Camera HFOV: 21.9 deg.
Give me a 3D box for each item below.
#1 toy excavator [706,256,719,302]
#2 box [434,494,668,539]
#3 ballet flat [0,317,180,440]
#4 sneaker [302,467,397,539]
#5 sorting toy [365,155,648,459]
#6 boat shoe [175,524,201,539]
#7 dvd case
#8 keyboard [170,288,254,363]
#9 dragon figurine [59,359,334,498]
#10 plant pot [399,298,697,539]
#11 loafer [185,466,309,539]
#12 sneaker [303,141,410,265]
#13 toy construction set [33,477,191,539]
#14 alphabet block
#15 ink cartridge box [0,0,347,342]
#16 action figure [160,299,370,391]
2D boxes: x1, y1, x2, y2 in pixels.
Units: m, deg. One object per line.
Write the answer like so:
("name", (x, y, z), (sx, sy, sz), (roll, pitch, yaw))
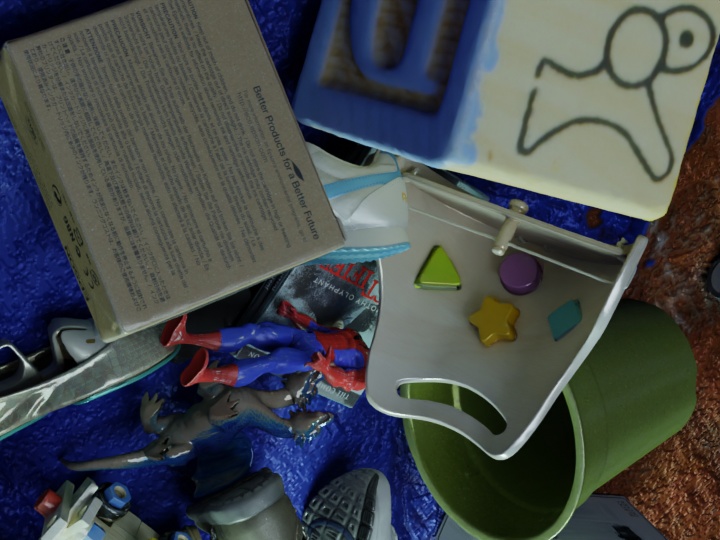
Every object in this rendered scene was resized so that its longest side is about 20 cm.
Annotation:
("toy excavator", (0.406, -0.016, 1.613), (0.200, 0.195, 0.100), (-33, 135, 25))
("box", (0.177, 0.246, 1.619), (0.200, 0.117, 0.060), (8, 113, -37))
("ballet flat", (-0.220, 0.069, 1.300), (0.200, 0.067, 0.062), (-27, 116, -15))
("sneaker", (0.000, 0.241, 1.544), (0.087, 0.074, 0.200), (-18, 132, -37))
("sorting toy", (0.090, 0.036, 1.349), (0.180, 0.200, 0.107), (-65, 156, -8))
("boat shoe", (-0.120, 0.287, 1.484), (0.063, 0.073, 0.201), (-30, 121, -9))
("dvd case", (0.000, 0.000, 1.415), (0.146, 0.022, 0.200), (28, 98, -47))
("keyboard", (-0.109, -0.034, 1.342), (0.127, 0.021, 0.200), (-25, 127, -17))
("dragon figurine", (-0.115, 0.126, 1.379), (0.200, 0.059, 0.099), (-31, 142, 6))
("plant pot", (0.167, 0.101, 1.502), (0.190, 0.200, 0.200), (-15, 124, -40))
("loafer", (-0.082, 0.192, 1.385), (0.075, 0.200, 0.070), (-26, 89, -7))
("sneaker", (-0.065, -0.046, 1.307), (0.200, 0.077, 0.081), (-1, 81, -17))
("toy construction set", (-0.169, 0.224, 1.342), (0.092, 0.131, 0.200), (-27, 113, 23))
("alphabet block", (0.103, -0.158, 1.271), (0.200, 0.196, 0.196), (12, 98, -36))
("ink cartridge box", (-0.125, -0.075, 1.211), (0.165, 0.075, 0.200), (-22, 89, -21))
("action figure", (-0.046, 0.056, 1.351), (0.200, 0.065, 0.052), (6, 127, -43))
